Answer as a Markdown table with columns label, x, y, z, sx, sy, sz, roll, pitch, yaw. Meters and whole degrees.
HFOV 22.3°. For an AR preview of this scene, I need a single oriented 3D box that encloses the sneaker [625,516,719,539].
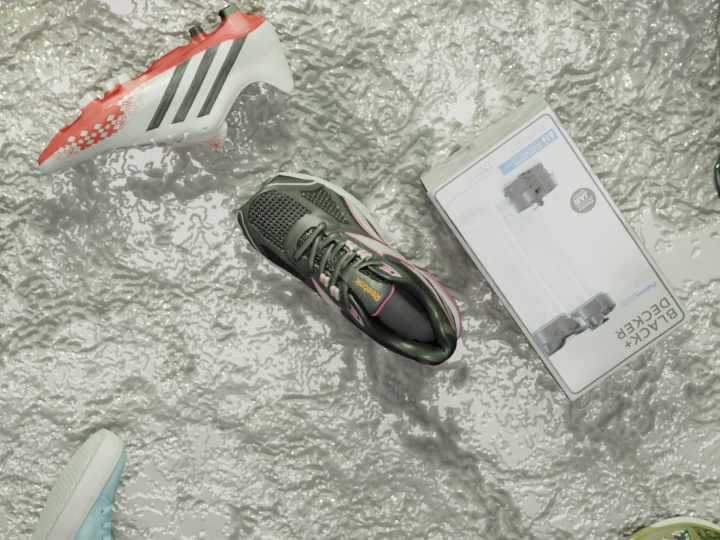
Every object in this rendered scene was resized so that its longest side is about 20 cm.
| label | x | y | z | sx | sy | sz | roll | pitch | yaw |
| --- | --- | --- | --- | --- | --- | --- | --- | --- | --- |
| sneaker | 0.294 | 0.246 | 1.437 | 0.198 | 0.089 | 0.077 | 4 | 103 | -5 |

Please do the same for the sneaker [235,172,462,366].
| label | x | y | z | sx | sy | sz | roll | pitch | yaw |
| --- | --- | --- | --- | --- | --- | --- | --- | --- | --- |
| sneaker | 0.000 | 0.000 | 1.359 | 0.199 | 0.086 | 0.081 | 33 | 97 | -10 |

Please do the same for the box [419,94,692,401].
| label | x | y | z | sx | sy | sz | roll | pitch | yaw |
| --- | --- | --- | --- | --- | --- | --- | --- | --- | --- |
| box | 0.148 | -0.017 | 1.380 | 0.116 | 0.060 | 0.201 | -34 | 103 | 4 |

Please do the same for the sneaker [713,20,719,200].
| label | x | y | z | sx | sy | sz | roll | pitch | yaw |
| --- | --- | --- | --- | --- | --- | --- | --- | --- | --- |
| sneaker | 0.292 | -0.104 | 1.324 | 0.077 | 0.140 | 0.201 | -7 | 104 | 22 |

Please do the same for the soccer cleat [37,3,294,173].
| label | x | y | z | sx | sy | sz | roll | pitch | yaw |
| --- | --- | --- | --- | --- | --- | --- | --- | --- | --- |
| soccer cleat | -0.141 | -0.114 | 1.333 | 0.199 | 0.069 | 0.085 | -33 | 99 | -1 |

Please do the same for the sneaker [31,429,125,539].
| label | x | y | z | sx | sy | sz | roll | pitch | yaw |
| --- | --- | --- | --- | --- | --- | --- | --- | --- | --- |
| sneaker | -0.210 | 0.216 | 1.407 | 0.082 | 0.074 | 0.201 | 21 | 109 | -17 |
